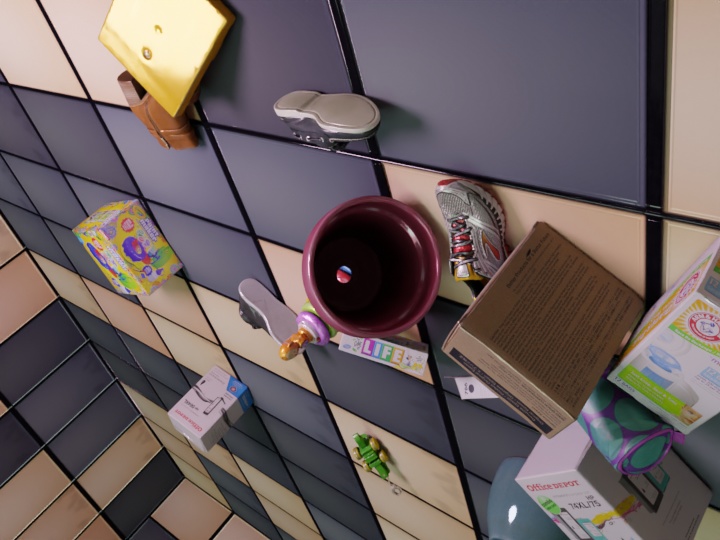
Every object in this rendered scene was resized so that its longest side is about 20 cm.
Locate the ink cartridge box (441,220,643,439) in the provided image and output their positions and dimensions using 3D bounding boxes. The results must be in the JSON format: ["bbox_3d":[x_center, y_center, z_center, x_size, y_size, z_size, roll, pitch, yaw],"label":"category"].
[{"bbox_3d":[0.218,0.065,0.831,0.164,0.200,0.075,39,149,10],"label":"ink cartridge box"}]

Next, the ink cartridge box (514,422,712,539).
[{"bbox_3d":[0.359,0.308,1.004,0.200,0.146,0.147,46,149,-1],"label":"ink cartridge box"}]

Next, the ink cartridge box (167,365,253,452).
[{"bbox_3d":[-0.433,0.398,2.025,0.145,0.200,0.085,26,146,27],"label":"ink cartridge box"}]

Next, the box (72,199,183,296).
[{"bbox_3d":[-0.576,-0.056,1.734,0.191,0.122,0.202,1,129,48],"label":"box"}]

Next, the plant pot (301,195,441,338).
[{"bbox_3d":[0.000,0.000,1.050,0.201,0.200,0.179,49,166,-8],"label":"plant pot"}]

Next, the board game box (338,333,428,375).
[{"bbox_3d":[0.043,0.124,1.136,0.132,0.035,0.200,17,180,5],"label":"board game box"}]

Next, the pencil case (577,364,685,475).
[{"bbox_3d":[0.302,0.157,0.878,0.201,0.091,0.086,-120,13,-48],"label":"pencil case"}]

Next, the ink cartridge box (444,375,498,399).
[{"bbox_3d":[0.225,0.173,1.058,0.199,0.098,0.040,-16,74,58],"label":"ink cartridge box"}]

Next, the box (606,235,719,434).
[{"bbox_3d":[0.370,0.071,0.749,0.112,0.101,0.201,36,149,13],"label":"box"}]

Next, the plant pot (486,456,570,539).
[{"bbox_3d":[0.306,0.460,1.264,0.198,0.135,0.202,31,147,23],"label":"plant pot"}]

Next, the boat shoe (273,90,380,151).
[{"bbox_3d":[-0.041,-0.197,0.958,0.197,0.075,0.067,17,142,40],"label":"boat shoe"}]

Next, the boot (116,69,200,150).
[{"bbox_3d":[-0.321,-0.275,1.222,0.198,0.074,0.156,19,148,36],"label":"boot"}]

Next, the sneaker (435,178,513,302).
[{"bbox_3d":[0.151,-0.030,0.914,0.077,0.082,0.202,-2,126,51],"label":"sneaker"}]

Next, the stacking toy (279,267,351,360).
[{"bbox_3d":[-0.069,0.083,1.203,0.109,0.200,0.117,34,148,16],"label":"stacking toy"}]

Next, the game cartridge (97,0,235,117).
[{"bbox_3d":[-0.294,-0.363,1.050,0.176,0.032,0.200,45,127,-1],"label":"game cartridge"}]

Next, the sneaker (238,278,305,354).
[{"bbox_3d":[-0.194,0.113,1.527,0.200,0.070,0.099,46,152,10],"label":"sneaker"}]

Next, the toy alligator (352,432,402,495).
[{"bbox_3d":[0.038,0.451,1.666,0.201,0.059,0.054,55,-170,-19],"label":"toy alligator"}]
